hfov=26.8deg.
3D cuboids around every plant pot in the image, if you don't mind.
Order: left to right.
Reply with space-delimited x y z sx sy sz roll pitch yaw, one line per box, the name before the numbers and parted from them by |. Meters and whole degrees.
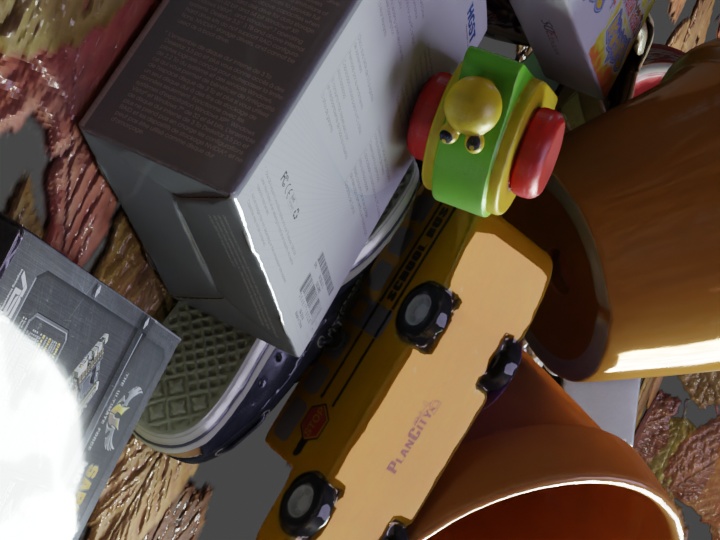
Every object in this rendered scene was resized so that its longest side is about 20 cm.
plant pot | 0.066 0.133 0.860 0.197 0.141 0.202 -12 135 -12
plant pot | 0.181 -0.023 0.850 0.181 0.201 0.202 -15 138 -19

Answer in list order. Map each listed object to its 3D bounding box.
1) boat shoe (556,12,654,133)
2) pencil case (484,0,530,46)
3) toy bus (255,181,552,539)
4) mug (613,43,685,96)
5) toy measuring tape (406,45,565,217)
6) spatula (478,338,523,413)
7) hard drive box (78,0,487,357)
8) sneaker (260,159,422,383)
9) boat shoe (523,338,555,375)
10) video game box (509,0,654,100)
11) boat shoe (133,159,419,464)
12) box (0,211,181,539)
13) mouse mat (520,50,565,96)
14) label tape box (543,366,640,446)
boat shoe | 0.175 -0.167 1.065 0.075 0.071 0.202 35 58 -34
pencil case | 0.114 -0.224 0.884 0.202 0.088 0.078 -70 -155 15
toy bus | 0.016 0.059 0.757 0.065 0.078 0.201 33 87 -35
mug | 0.243 -0.094 1.184 0.133 0.178 0.200 -38 -179 10
toy measuring tape | 0.066 -0.059 0.727 0.074 0.073 0.200 -67 167 4
spatula | 0.065 -0.006 0.826 0.056 0.020 0.202 -43 -143 40
hard drive box | -0.022 -0.088 0.667 0.201 0.076 0.156 -59 161 -20
sneaker | 0.000 0.000 0.852 0.201 0.066 0.091 -57 158 -33
boat shoe | 0.090 0.040 0.934 0.203 0.085 0.075 70 31 -61
video game box | 0.136 -0.203 0.773 0.184 0.046 0.200 -61 161 -2
boat shoe | -0.041 0.013 0.744 0.201 0.074 0.062 -53 157 -19
box | -0.154 0.085 0.552 0.202 0.048 0.158 -64 162 -8
mouse mat | 0.098 -0.100 0.965 0.162 0.007 0.200 -60 -174 -20
label tape box | 0.147 0.003 1.043 0.144 0.062 0.203 -127 -142 -69
